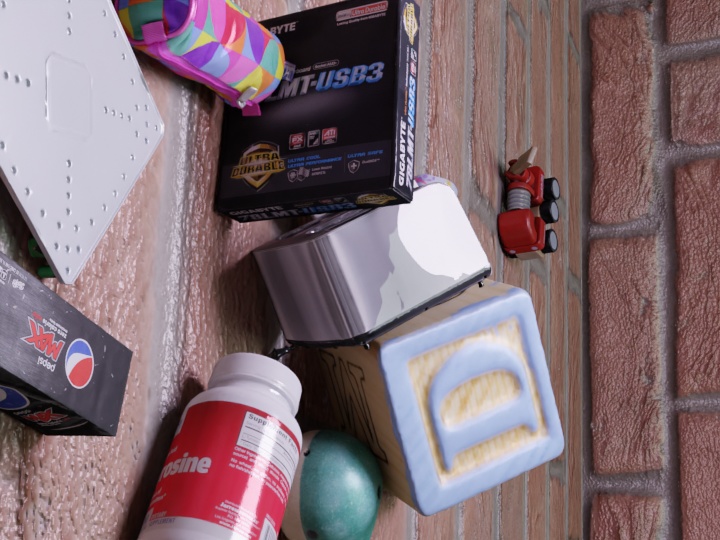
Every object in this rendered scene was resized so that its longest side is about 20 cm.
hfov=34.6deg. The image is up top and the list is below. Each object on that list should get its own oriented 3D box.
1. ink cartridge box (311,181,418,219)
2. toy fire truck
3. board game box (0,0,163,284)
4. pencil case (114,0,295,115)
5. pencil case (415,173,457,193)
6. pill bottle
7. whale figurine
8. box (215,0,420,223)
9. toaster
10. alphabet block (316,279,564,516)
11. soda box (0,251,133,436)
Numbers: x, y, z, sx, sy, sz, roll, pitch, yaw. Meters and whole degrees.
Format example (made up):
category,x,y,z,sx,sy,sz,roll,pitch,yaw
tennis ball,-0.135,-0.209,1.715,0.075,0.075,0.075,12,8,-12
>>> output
category,x,y,z,sx,sy,sz,roll,pitch,yaw
ink cartridge box,-0.017,-0.104,1.273,0.116,0.067,0.200,-44,150,0
toy fire truck,0.314,-0.138,2.205,0.200,0.127,0.178,39,51,-48
board game box,-0.225,-0.127,0.856,0.201,0.026,0.201,-70,150,-45
pencil case,-0.136,-0.205,1.029,0.200,0.087,0.090,23,66,-66
pencil case,0.090,-0.033,1.615,0.091,0.082,0.202,47,44,-57
pill bottle,-0.114,0.176,0.996,0.113,0.111,0.201,66,29,-44
whale figurine,-0.016,0.264,1.258,0.160,0.103,0.201,-70,148,-47
box,-0.040,-0.155,1.109,0.050,0.198,0.201,26,64,-57
toaster,0.000,0.000,1.159,0.199,0.180,0.120,-27,98,-25
alphabet block,0.082,0.126,1.287,0.200,0.194,0.199,16,-58,65
soda box,-0.231,0.049,0.765,0.200,0.063,0.072,52,41,-56
